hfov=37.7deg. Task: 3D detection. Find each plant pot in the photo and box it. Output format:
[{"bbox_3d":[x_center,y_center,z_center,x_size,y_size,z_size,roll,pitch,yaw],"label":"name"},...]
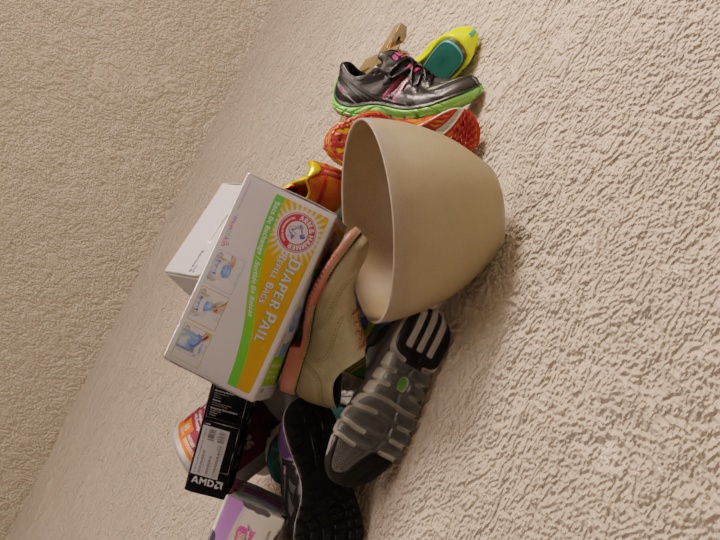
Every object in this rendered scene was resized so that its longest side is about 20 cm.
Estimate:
[{"bbox_3d":[0.067,-0.054,1.057,0.200,0.132,0.204,175,90,-75],"label":"plant pot"}]

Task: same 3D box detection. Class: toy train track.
[{"bbox_3d":[0.014,-0.239,1.412,0.202,0.032,0.114,-60,20,-11],"label":"toy train track"}]

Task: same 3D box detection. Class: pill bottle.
[{"bbox_3d":[-0.125,0.178,1.294,0.199,0.110,0.110,-39,24,9],"label":"pill bottle"}]

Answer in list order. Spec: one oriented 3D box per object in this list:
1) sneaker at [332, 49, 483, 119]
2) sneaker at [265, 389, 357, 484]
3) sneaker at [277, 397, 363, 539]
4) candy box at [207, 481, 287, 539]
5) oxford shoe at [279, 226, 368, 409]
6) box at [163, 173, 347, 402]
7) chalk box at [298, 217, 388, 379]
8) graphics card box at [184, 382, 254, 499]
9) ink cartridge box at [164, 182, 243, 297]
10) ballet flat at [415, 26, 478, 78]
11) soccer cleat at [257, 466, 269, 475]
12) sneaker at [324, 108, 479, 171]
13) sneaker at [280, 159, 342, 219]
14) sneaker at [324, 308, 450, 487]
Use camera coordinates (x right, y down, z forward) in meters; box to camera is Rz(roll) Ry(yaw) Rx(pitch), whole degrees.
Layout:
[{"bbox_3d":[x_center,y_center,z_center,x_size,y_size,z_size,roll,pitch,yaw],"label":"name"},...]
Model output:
[{"bbox_3d":[0.054,-0.230,1.303,0.077,0.197,0.085,-29,-60,-66],"label":"sneaker"},{"bbox_3d":[-0.052,0.205,1.199,0.200,0.077,0.081,-45,36,46],"label":"sneaker"},{"bbox_3d":[-0.048,0.242,1.110,0.088,0.075,0.203,125,142,-60],"label":"sneaker"},{"bbox_3d":[-0.140,0.333,1.177,0.200,0.071,0.170,96,-164,-82],"label":"candy box"},{"bbox_3d":[-0.019,0.050,1.065,0.071,0.073,0.202,-50,-17,-58],"label":"oxford shoe"},{"bbox_3d":[-0.102,0.019,1.065,0.113,0.100,0.202,51,-116,-83],"label":"box"},{"bbox_3d":[0.000,0.000,1.227,0.202,0.123,0.125,-59,20,17],"label":"chalk box"},{"bbox_3d":[-0.143,0.145,1.178,0.125,0.050,0.203,137,146,-87],"label":"graphics card box"},{"bbox_3d":[-0.130,0.005,1.343,0.083,0.200,0.147,7,59,46],"label":"ink cartridge box"},{"bbox_3d":[0.093,-0.264,1.420,0.200,0.067,0.067,-36,13,51],"label":"ballet flat"},{"bbox_3d":[-0.102,0.166,1.380,0.086,0.069,0.202,-34,36,57],"label":"soccer cleat"},{"bbox_3d":[0.044,-0.138,1.190,0.077,0.197,0.074,-21,77,58],"label":"sneaker"},{"bbox_3d":[-0.080,-0.062,1.217,0.200,0.076,0.074,-48,26,41],"label":"sneaker"},{"bbox_3d":[0.020,0.131,1.112,0.201,0.075,0.115,-57,13,-8],"label":"sneaker"}]
